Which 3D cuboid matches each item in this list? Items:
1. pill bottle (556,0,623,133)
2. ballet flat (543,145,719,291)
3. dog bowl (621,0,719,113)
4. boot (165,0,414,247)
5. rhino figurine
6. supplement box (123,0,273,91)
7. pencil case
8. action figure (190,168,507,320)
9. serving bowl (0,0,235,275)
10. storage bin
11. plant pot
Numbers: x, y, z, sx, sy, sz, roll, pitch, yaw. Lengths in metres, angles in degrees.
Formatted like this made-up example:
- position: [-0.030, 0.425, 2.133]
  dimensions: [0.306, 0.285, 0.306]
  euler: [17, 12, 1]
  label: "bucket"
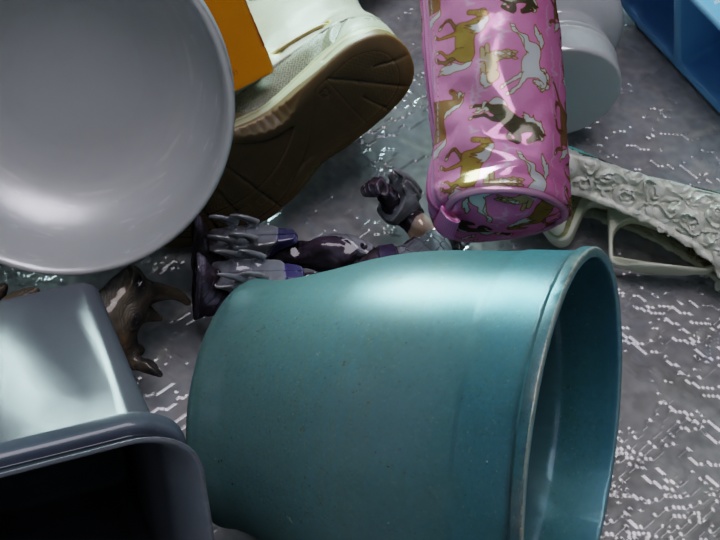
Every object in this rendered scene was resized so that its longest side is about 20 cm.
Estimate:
- position: [0.115, -0.192, 1.051]
  dimensions: [0.109, 0.109, 0.200]
  euler: [-3, 54, -5]
  label: "pill bottle"
- position: [0.153, -0.038, 0.969]
  dimensions: [0.200, 0.072, 0.072]
  euler: [18, 54, 13]
  label: "ballet flat"
- position: [0.231, -0.175, 1.049]
  dimensions: [0.050, 0.112, 0.200]
  euler: [-31, 60, -7]
  label: "dog bowl"
- position: [-0.071, -0.111, 1.000]
  dimensions: [0.200, 0.072, 0.155]
  euler: [-36, 36, 7]
  label: "boot"
- position: [-0.188, 0.052, 0.876]
  dimensions: [0.200, 0.088, 0.060]
  euler: [-22, 18, -19]
  label: "rhino figurine"
- position: [-0.145, -0.177, 0.964]
  dimensions: [0.073, 0.126, 0.200]
  euler: [-31, 29, -20]
  label: "supplement box"
- position: [0.076, -0.116, 0.926]
  dimensions: [0.086, 0.083, 0.200]
  euler: [-13, 69, 25]
  label: "pencil case"
- position: [0.000, 0.000, 0.929]
  dimensions: [0.200, 0.069, 0.130]
  euler: [0, 43, -8]
  label: "action figure"
- position: [-0.164, -0.100, 0.854]
  dimensions: [0.200, 0.200, 0.066]
  euler: [5, 23, 1]
  label: "serving bowl"
- position: [-0.156, 0.113, 0.768]
  dimensions: [0.145, 0.200, 0.134]
  euler: [-14, 44, -12]
  label: "storage bin"
- position: [0.021, 0.079, 0.804]
  dimensions: [0.188, 0.200, 0.200]
  euler: [6, 51, 21]
  label: "plant pot"
